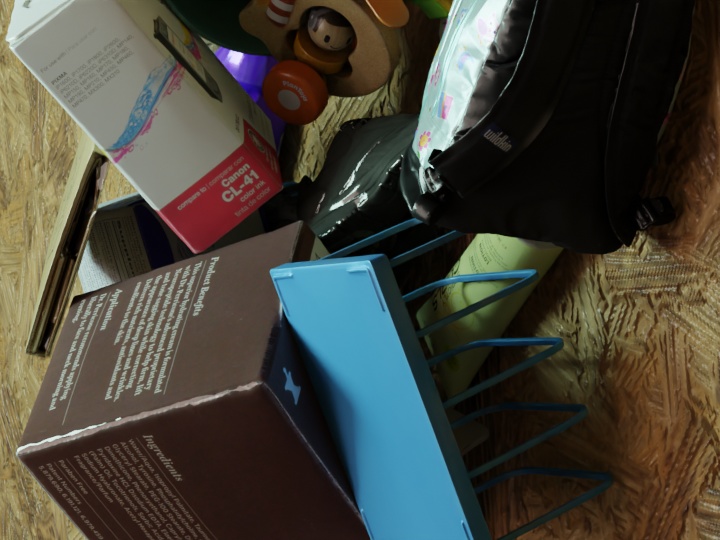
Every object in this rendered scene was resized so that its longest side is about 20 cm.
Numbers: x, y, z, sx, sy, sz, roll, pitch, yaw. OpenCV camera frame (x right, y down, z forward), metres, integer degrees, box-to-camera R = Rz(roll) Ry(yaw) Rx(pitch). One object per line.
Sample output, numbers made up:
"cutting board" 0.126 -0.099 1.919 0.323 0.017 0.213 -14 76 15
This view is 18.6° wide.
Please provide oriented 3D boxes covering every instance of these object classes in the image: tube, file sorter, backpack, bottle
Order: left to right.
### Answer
"bottle" -0.098 -0.124 1.801 0.084 0.065 0.200 -124 39 -47
"file sorter" 0.055 0.068 1.390 0.139 0.123 0.200 -5 108 62
"tube" 0.083 0.016 1.478 0.058 0.052 0.200 -64 3 -35
"backpack" 0.113 -0.121 1.287 0.127 0.167 0.200 -125 47 -55

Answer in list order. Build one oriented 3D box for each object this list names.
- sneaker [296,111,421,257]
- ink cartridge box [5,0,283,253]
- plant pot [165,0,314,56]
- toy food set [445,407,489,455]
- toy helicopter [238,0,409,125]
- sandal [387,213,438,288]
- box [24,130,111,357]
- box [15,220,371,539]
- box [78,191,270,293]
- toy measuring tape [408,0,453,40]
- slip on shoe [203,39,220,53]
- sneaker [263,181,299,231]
"sneaker" 0.021 -0.078 1.512 0.200 0.076 0.091 -36 51 30
"ink cartridge box" -0.149 -0.129 1.541 0.200 0.086 0.148 51 -169 -22
"plant pot" -0.079 -0.279 1.610 0.161 0.201 0.201 -126 40 -57
"toy food set" 0.036 0.186 1.592 0.143 0.060 0.200 26 119 50
"toy helicopter" -0.045 -0.203 1.505 0.132 0.079 0.200 -22 114 46
"sandal" 0.000 -0.001 1.591 0.200 0.048 0.075 -62 24 26
"box" -0.210 -0.047 1.632 0.200 0.021 0.164 -97 25 -68
"box" -0.097 0.100 1.511 0.200 0.164 0.166 -17 35 25
"box" -0.140 0.024 1.744 0.200 0.105 0.184 -3 105 66
"toy measuring tape" 0.037 -0.184 1.519 0.074 0.074 0.200 8 100 63
"slip on shoe" -0.130 -0.205 1.863 0.200 0.061 0.076 -52 47 53
"sneaker" -0.035 -0.026 1.697 0.200 0.073 0.082 -172 69 -72
